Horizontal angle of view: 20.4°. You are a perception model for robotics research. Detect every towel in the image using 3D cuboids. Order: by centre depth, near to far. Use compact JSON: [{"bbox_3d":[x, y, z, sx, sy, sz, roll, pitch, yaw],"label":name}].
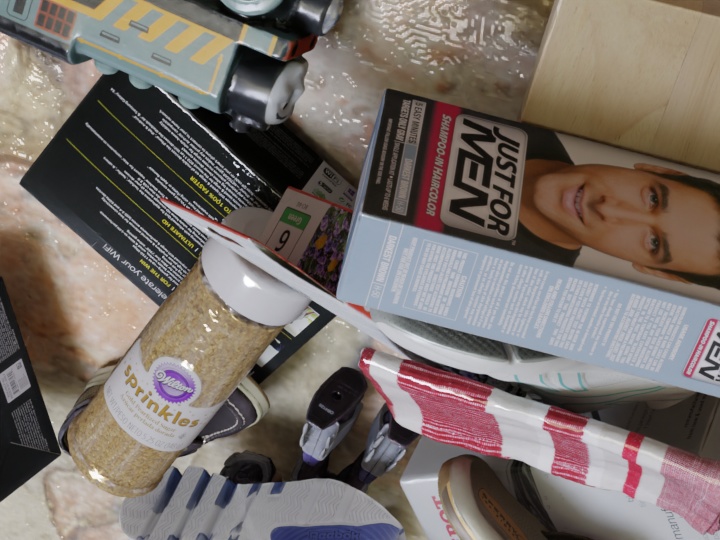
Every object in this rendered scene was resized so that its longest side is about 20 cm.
[{"bbox_3d":[0.101,0.092,1.061,0.199,0.023,0.144,18,169,13],"label":"towel"}]

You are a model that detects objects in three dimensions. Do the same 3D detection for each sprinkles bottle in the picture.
[{"bbox_3d":[-0.100,0.051,1.181,0.068,0.068,0.200,37,124,-3],"label":"sprinkles bottle"}]

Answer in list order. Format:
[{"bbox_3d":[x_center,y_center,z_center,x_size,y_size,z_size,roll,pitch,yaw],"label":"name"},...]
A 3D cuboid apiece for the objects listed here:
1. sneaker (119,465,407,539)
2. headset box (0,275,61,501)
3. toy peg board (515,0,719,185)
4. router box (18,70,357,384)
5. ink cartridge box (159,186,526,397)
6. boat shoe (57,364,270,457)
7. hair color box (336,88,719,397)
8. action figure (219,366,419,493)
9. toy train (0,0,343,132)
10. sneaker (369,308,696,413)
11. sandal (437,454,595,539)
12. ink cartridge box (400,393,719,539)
[{"bbox_3d":[-0.049,0.191,1.276,0.198,0.081,0.116,9,142,30],"label":"sneaker"},{"bbox_3d":[-0.310,0.060,1.362,0.199,0.075,0.149,17,132,39],"label":"headset box"},{"bbox_3d":[0.178,-0.073,1.033,0.198,0.098,0.201,13,133,-2],"label":"toy peg board"},{"bbox_3d":[-0.092,-0.038,1.214,0.200,0.051,0.149,42,135,-7],"label":"router box"},{"bbox_3d":[0.000,0.000,1.066,0.200,0.051,0.109,34,174,-33],"label":"ink cartridge box"},{"bbox_3d":[-0.132,0.096,1.301,0.199,0.065,0.072,-8,127,52],"label":"boat shoe"},{"bbox_3d":[0.096,-0.014,0.968,0.199,0.099,0.061,15,132,-3],"label":"hair color box"},{"bbox_3d":[-0.025,0.142,1.310,0.129,0.070,0.200,24,137,-2],"label":"action figure"},{"bbox_3d":[-0.109,-0.154,1.094,0.199,0.085,0.115,23,110,8],"label":"toy train"},{"bbox_3d":[0.095,0.041,1.024,0.199,0.071,0.080,10,145,-15],"label":"sneaker"},{"bbox_3d":[0.123,0.176,1.145,0.054,0.080,0.200,-38,98,19],"label":"sandal"},{"bbox_3d":[0.145,0.148,1.210,0.199,0.084,0.146,-9,121,32],"label":"ink cartridge box"}]
